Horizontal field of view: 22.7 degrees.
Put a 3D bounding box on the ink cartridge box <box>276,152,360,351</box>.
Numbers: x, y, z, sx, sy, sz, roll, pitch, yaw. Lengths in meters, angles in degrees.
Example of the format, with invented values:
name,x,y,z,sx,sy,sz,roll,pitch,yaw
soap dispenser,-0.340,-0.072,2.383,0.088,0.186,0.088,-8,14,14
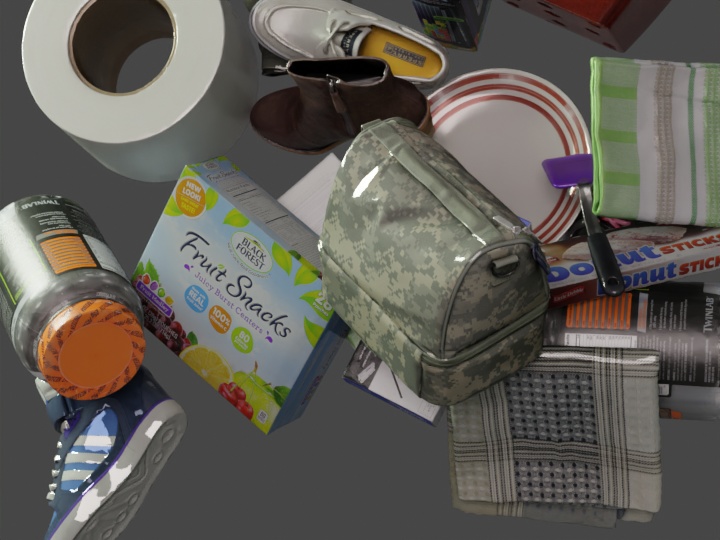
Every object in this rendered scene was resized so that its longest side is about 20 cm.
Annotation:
name,x,y,z,sx,sy,sz,roll,pitch,yaw
ink cartridge box,0.000,0.000,1.684,0.104,0.059,0.200,-40,76,0

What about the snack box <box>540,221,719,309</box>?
name,x,y,z,sx,sy,sz,roll,pitch,yaw
snack box,0.236,-0.011,1.582,0.199,0.024,0.072,-13,33,-16

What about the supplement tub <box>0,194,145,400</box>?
name,x,y,z,sx,sy,sz,roll,pitch,yaw
supplement tub,-0.274,0.026,1.657,0.122,0.123,0.200,-39,40,0

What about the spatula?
name,x,y,z,sx,sy,sz,roll,pitch,yaw
spatula,0.204,-0.045,1.576,0.056,0.021,0.201,-10,44,0

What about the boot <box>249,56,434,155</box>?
name,x,y,z,sx,sy,sz,roll,pitch,yaw
boot,-0.037,-0.165,1.665,0.199,0.166,0.073,5,75,22

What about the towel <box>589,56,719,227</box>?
name,x,y,z,sx,sy,sz,roll,pitch,yaw
towel,0.298,-0.114,1.587,0.198,0.031,0.150,2,79,-18

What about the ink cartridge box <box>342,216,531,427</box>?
name,x,y,z,sx,sy,sz,roll,pitch,yaw
ink cartridge box,0.070,0.029,1.613,0.094,0.044,0.201,26,84,11

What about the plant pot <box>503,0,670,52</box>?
name,x,y,z,sx,sy,sz,roll,pitch,yaw
plant pot,0.213,-0.315,1.653,0.199,0.200,0.177,26,93,15

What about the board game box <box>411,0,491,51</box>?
name,x,y,z,sx,sy,sz,roll,pitch,yaw
board game box,0.101,-0.328,1.684,0.056,0.165,0.201,13,80,14

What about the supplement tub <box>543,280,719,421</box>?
name,x,y,z,sx,sy,sz,roll,pitch,yaw
supplement tub,0.232,0.069,1.592,0.198,0.123,0.124,3,78,12

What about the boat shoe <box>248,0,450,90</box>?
name,x,y,z,sx,sy,sz,roll,pitch,yaw
boat shoe,-0.010,-0.217,1.699,0.199,0.070,0.071,19,94,-1

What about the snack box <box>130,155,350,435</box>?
name,x,y,z,sx,sy,sz,roll,pitch,yaw
snack box,-0.107,0.021,1.656,0.200,0.068,0.169,40,119,17

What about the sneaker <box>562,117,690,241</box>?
name,x,y,z,sx,sy,sz,roll,pitch,yaw
sneaker,0.246,-0.073,1.637,0.079,0.095,0.201,33,86,13

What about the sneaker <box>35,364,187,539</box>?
name,x,y,z,sx,sy,sz,roll,pitch,yaw
sneaker,-0.268,0.168,1.695,0.146,0.081,0.201,37,90,25

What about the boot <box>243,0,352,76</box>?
name,x,y,z,sx,sy,sz,roll,pitch,yaw
boot,-0.020,-0.271,1.758,0.199,0.068,0.131,-21,87,5

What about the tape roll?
name,x,y,z,sx,sy,sz,roll,pitch,yaw
tape roll,-0.209,-0.199,1.728,0.201,0.139,0.204,-2,77,10

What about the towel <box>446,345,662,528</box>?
name,x,y,z,sx,sy,sz,roll,pitch,yaw
towel,0.167,0.148,1.567,0.191,0.201,0.035,2,37,11

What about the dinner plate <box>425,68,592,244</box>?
name,x,y,z,sx,sy,sz,roll,pitch,yaw
dinner plate,0.123,-0.094,1.691,0.199,0.024,0.202,-6,72,18

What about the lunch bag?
name,x,y,z,sx,sy,sz,roll,pitch,yaw
lunch bag,0.062,-0.013,1.475,0.139,0.168,0.200,-27,51,-21
